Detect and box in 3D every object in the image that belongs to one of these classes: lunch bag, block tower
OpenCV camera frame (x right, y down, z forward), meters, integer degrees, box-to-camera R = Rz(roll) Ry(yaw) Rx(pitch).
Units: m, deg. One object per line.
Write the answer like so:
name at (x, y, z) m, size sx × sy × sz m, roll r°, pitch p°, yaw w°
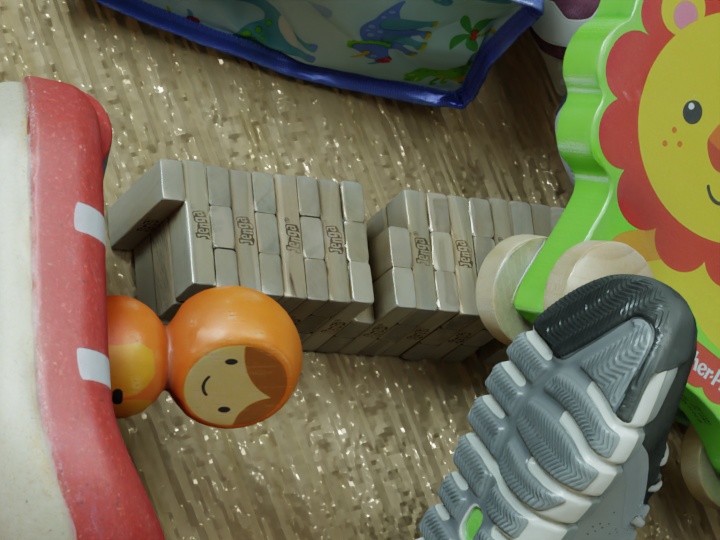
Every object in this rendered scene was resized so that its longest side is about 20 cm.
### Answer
lunch bag at (-0.026, -0.179, 1.134) m, size 0.199 × 0.128 × 0.171 m, roll 10°, pitch 65°, yaw -14°
block tower at (0.000, 0.000, 1.102) m, size 0.199 × 0.054 × 0.058 m, roll 7°, pitch 64°, yaw -29°

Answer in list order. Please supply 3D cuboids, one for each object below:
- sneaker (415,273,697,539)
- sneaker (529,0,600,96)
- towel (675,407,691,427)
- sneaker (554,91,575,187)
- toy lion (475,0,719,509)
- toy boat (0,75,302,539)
sneaker at (0.092, 0.091, 1.050) m, size 0.115 × 0.200 × 0.075 m, roll 15°, pitch 30°, yaw -35°
sneaker at (0.111, -0.152, 1.240) m, size 0.075 × 0.091 × 0.200 m, roll 7°, pitch 31°, yaw 17°
towel at (0.167, -0.016, 1.233) m, size 0.152 × 0.023 × 0.201 m, roll 27°, pitch 57°, yaw -18°
sneaker at (0.168, -0.055, 1.203) m, size 0.199 × 0.077 × 0.113 m, roll 31°, pitch 49°, yaw -27°
toy lion at (0.151, -0.023, 1.105) m, size 0.200 × 0.069 × 0.192 m, roll 39°, pitch 76°, yaw -26°
toy boat at (-0.085, 0.033, 0.975) m, size 0.130 × 0.131 × 0.201 m, roll 0°, pitch 68°, yaw -11°
